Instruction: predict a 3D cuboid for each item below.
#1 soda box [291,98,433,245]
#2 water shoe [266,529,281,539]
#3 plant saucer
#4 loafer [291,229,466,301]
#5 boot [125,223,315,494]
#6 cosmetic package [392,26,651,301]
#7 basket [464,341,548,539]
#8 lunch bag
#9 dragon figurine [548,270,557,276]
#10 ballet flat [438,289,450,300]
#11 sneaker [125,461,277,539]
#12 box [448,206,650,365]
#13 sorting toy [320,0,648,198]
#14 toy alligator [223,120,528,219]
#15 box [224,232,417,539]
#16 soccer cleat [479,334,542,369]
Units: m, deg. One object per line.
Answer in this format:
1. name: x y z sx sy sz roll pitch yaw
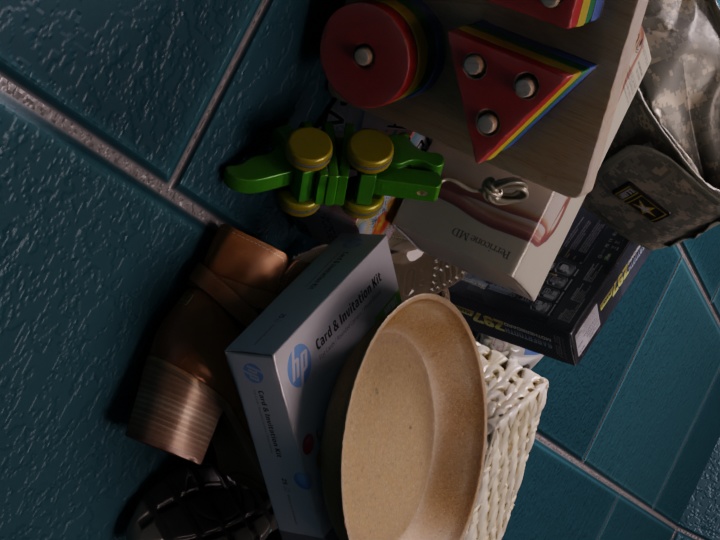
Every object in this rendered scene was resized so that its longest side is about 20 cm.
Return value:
1. soda box: 0.025 -0.109 1.104 0.200 0.068 0.064 -58 155 -19
2. water shoe: -0.033 0.188 1.268 0.200 0.071 0.079 -65 155 -1
3. plant saucer: 0.025 0.114 1.019 0.200 0.035 0.200 -11 102 -59
4. loafer: 0.000 0.000 1.164 0.200 0.068 0.076 -18 128 -39
5. boot: -0.060 0.069 1.052 0.200 0.077 0.155 30 78 -37
6. cosmetic package: 0.116 -0.093 1.095 0.200 0.103 0.087 -65 160 -4
7. basket: 0.077 0.171 1.417 0.136 0.123 0.200 -30 138 -55
8. lunch bag: 0.236 -0.116 1.258 0.118 0.200 0.164 -20 174 -18
9. dragon figurine: 0.095 -0.079 1.212 0.099 0.059 0.200 -33 105 -79
10. ballet flat: 0.030 0.098 1.314 0.046 0.067 0.200 7 102 -80
11. sneaker: -0.090 0.175 1.128 0.200 0.075 0.079 -16 159 -43
12. box: 0.167 -0.024 1.373 0.200 0.158 0.051 -53 146 -28
13. sorting toy: 0.069 -0.165 0.975 0.070 0.200 0.199 -27 136 -54
14. toy alligator: 0.010 -0.072 1.019 0.059 0.200 0.054 102 -14 -53
15. box: -0.012 0.098 1.030 0.156 0.041 0.200 -46 130 -48
16. soccer cleat: 0.150 0.054 1.526 0.086 0.070 0.200 -57 156 -19
